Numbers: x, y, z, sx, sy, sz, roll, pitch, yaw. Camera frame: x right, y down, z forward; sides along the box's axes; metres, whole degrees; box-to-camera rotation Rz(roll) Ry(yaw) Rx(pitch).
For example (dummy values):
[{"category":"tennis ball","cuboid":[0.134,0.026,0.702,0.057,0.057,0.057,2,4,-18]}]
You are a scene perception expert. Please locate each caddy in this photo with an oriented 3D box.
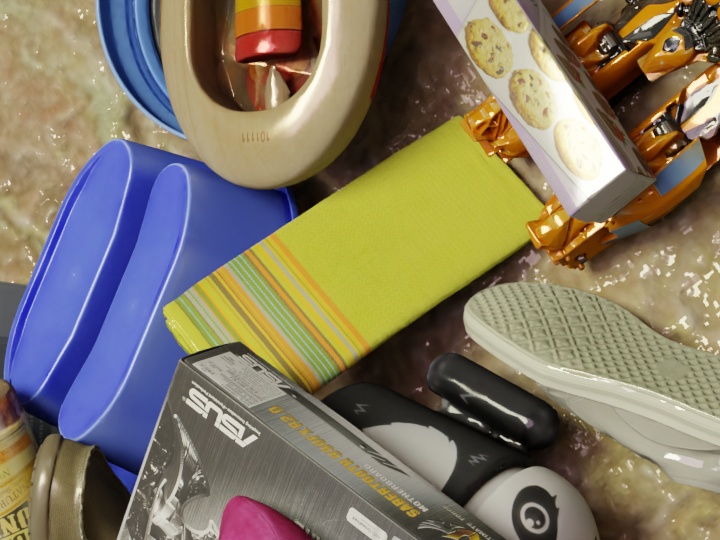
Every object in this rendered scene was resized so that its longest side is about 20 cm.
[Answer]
[{"category":"caddy","cuboid":[-0.109,0.024,1.250,0.141,0.105,0.201,24,91,52]}]

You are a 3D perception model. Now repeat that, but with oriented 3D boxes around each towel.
[{"category":"towel","cuboid":[0.000,0.000,1.177,0.199,0.018,0.086,-34,67,-17]}]

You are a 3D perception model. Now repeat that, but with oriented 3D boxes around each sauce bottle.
[{"category":"sauce bottle","cuboid":[-0.185,0.160,1.235,0.066,0.066,0.201,-10,110,28]}]

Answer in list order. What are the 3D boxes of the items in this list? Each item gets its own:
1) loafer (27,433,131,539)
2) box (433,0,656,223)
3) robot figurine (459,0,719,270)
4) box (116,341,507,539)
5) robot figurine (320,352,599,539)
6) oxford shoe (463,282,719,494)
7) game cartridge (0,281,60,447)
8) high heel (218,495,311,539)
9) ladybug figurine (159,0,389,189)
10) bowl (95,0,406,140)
[{"category":"loafer","cuboid":[-0.122,0.162,1.212,0.067,0.201,0.076,-8,43,12]},{"category":"box","cuboid":[0.077,-0.114,1.129,0.041,0.039,0.201,-38,67,22]},{"category":"robot figurine","cuboid":[0.154,-0.098,1.139,0.200,0.058,0.146,-40,67,20]},{"category":"box","cuboid":[-0.027,0.154,1.080,0.199,0.048,0.159,36,118,26]},{"category":"robot figurine","cuboid":[0.025,0.132,1.143,0.199,0.124,0.151,25,120,30]},{"category":"oxford shoe","cuboid":[0.132,0.061,1.130,0.199,0.075,0.058,25,132,32]},{"category":"game cartridge","cuboid":[-0.216,0.106,1.282,0.040,0.133,0.202,-5,80,32]},{"category":"high heel","cuboid":[-0.047,0.207,1.051,0.096,0.067,0.202,-131,35,-54]},{"category":"ladybug figurine","cuboid":[-0.040,-0.141,1.203,0.135,0.072,0.202,-1,83,29]},{"category":"bowl","cuboid":[-0.060,-0.167,1.283,0.199,0.039,0.203,-4,82,30]}]
